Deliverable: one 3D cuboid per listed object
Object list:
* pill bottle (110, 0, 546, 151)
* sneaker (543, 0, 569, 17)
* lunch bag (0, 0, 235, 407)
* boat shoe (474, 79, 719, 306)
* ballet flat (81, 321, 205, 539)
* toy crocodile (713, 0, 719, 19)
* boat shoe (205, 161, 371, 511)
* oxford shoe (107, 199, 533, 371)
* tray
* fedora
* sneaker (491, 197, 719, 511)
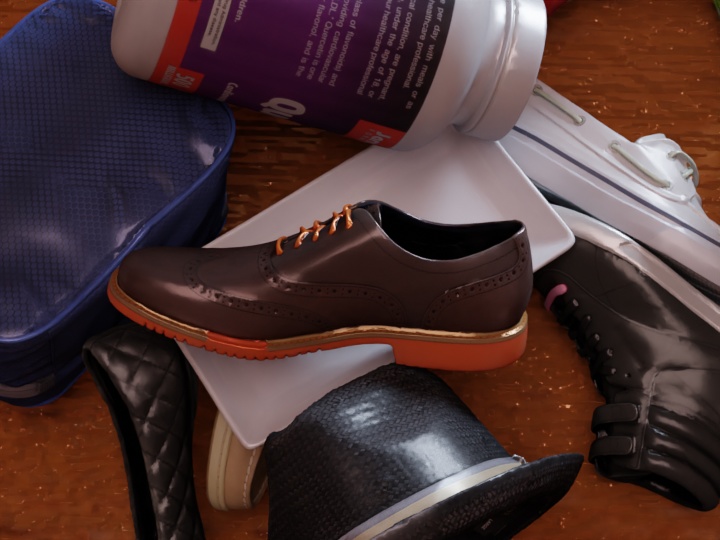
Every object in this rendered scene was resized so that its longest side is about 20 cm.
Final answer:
[{"bbox_3d":[-0.015,-0.126,0.696,0.199,0.112,0.113,15,77,-15],"label":"pill bottle"},{"bbox_3d":[0.082,-0.169,0.778,0.200,0.116,0.078,-42,77,-6],"label":"sneaker"},{"bbox_3d":[-0.165,-0.025,0.751,0.136,0.132,0.200,42,71,11],"label":"lunch bag"},{"bbox_3d":[0.150,-0.044,0.764,0.199,0.074,0.067,32,82,11],"label":"boat shoe"},{"bbox_3d":[-0.111,0.126,0.731,0.056,0.066,0.202,-5,91,-28],"label":"ballet flat"},{"bbox_3d":[0.203,-0.226,0.811,0.067,0.062,0.202,-10,76,2],"label":"toy crocodile"},{"bbox_3d":[-0.021,0.040,0.757,0.064,0.071,0.201,22,78,10],"label":"boat shoe"},{"bbox_3d":[-0.018,-0.003,0.665,0.198,0.071,0.073,3,118,-5],"label":"oxford shoe"},{"bbox_3d":[0.000,0.000,0.727,0.199,0.022,0.108,-32,70,-13],"label":"tray"},{"bbox_3d":[0.009,0.103,0.674,0.200,0.201,0.092,-30,73,-4],"label":"fedora"},{"bbox_3d":[0.131,0.047,0.744,0.199,0.071,0.099,36,76,7],"label":"sneaker"}]
